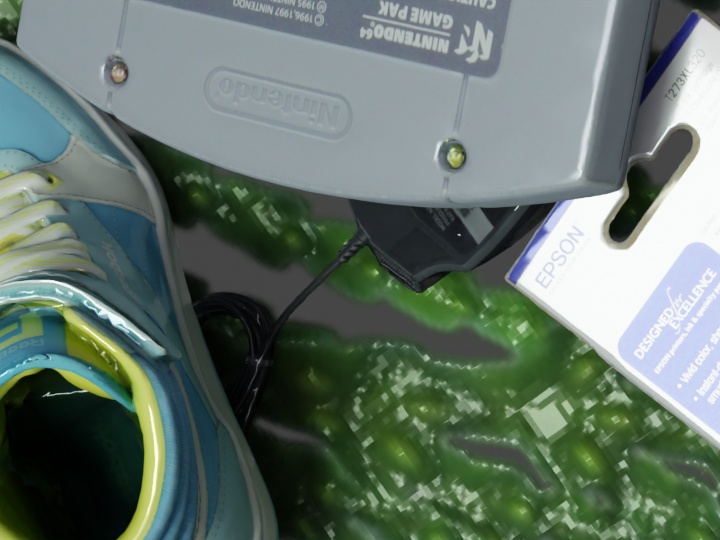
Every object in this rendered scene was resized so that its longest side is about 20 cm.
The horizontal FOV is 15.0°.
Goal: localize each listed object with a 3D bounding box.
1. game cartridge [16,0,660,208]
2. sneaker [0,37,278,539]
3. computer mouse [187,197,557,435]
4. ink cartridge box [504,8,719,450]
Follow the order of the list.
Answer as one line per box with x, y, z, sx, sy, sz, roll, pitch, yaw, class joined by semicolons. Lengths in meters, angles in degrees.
-0.006;-0.089;0.760;0.199;0.041;0.134;16;95;32;game cartridge
-0.091;0.005;0.755;0.079;0.131;0.201;-31;73;3;sneaker
0.000;0.000;0.798;0.200;0.034;0.059;-44;66;25;computer mouse
0.145;0.025;0.744;0.200;0.037;0.095;38;106;9;ink cartridge box
